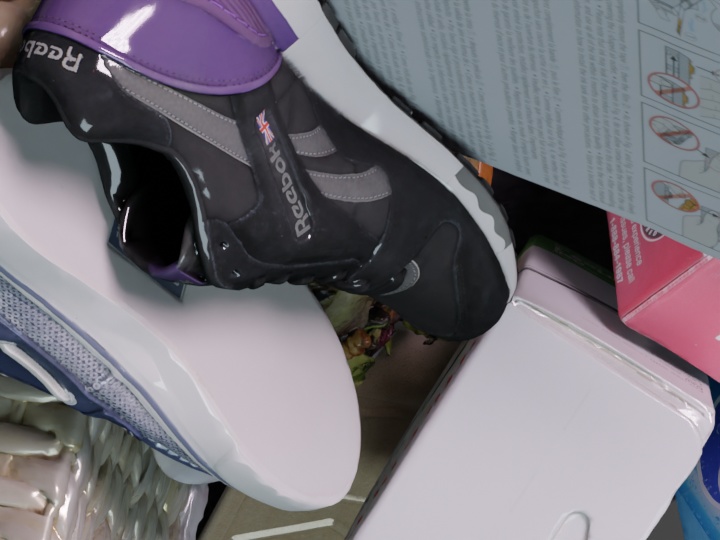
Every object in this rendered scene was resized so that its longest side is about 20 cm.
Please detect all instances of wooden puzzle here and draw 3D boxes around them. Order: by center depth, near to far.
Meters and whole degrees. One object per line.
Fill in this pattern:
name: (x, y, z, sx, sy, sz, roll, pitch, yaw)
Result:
wooden puzzle: (0.028, 0.100, 1.040, 0.185, 0.046, 0.200, 11, 130, -19)

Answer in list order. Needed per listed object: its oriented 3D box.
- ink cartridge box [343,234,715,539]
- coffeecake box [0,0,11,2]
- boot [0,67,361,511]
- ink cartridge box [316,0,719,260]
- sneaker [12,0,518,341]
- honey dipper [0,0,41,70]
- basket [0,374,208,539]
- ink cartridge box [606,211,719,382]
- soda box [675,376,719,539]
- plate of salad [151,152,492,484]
ink cartridge box: (0.057, 0.075, 0.861, 0.084, 0.200, 0.146, 32, 98, 3)
coffeecake box: (-0.097, -0.082, 0.799, 0.153, 0.073, 0.200, 20, 131, -25)
boot: (-0.085, 0.012, 0.725, 0.090, 0.073, 0.200, -10, 138, 35)
ink cartridge box: (0.058, -0.073, 0.640, 0.200, 0.057, 0.163, 19, 159, 16)
sneaker: (-0.032, -0.023, 0.687, 0.076, 0.088, 0.200, 11, 154, 45)
honey dipper: (-0.042, -0.124, 0.699, 0.200, 0.038, 0.038, -46, 139, -17)
basket: (-0.176, 0.096, 0.829, 0.200, 0.198, 0.161, 10, 162, 13)
ink cartridge box: (0.180, -0.067, 0.795, 0.085, 0.146, 0.200, 31, 126, -26)
soda box: (0.168, 0.086, 0.923, 0.068, 0.200, 0.064, 27, 128, -32)
plate of salad: (0.000, 0.000, 0.839, 0.200, 0.048, 0.200, -45, 159, -23)
